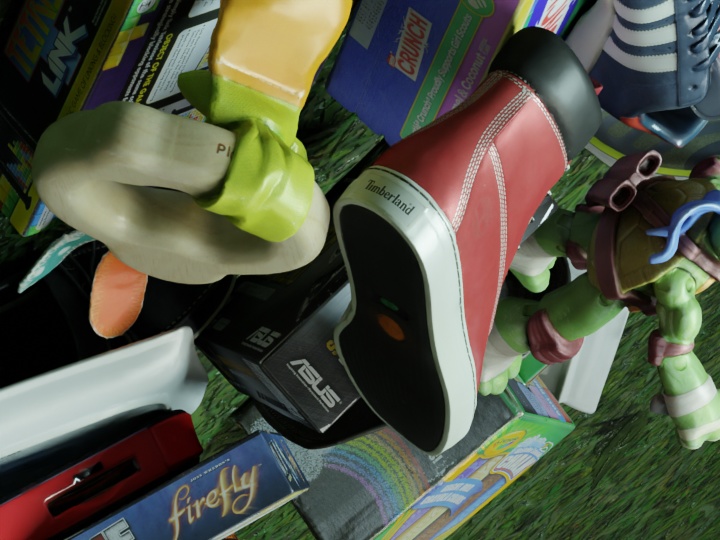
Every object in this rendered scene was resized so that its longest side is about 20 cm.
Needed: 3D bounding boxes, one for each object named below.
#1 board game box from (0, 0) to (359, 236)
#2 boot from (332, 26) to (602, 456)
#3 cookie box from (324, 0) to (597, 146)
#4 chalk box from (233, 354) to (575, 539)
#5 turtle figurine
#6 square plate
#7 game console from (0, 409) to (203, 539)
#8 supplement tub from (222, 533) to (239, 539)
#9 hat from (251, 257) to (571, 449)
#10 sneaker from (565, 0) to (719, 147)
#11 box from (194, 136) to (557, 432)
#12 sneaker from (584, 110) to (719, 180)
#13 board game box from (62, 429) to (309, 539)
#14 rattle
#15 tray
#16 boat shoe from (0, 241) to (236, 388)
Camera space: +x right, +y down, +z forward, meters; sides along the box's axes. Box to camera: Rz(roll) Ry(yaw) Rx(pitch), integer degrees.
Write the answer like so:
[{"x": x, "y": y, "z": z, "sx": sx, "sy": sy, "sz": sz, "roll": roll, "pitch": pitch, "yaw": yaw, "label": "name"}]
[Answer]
[{"x": -0.070, "y": -0.119, "z": 1.255, "sx": 0.165, "sy": 0.057, "sz": 0.200, "roll": -25, "pitch": 157, "yaw": -41, "label": "board game box"}, {"x": 0.057, "y": -0.014, "z": 1.275, "sx": 0.144, "sy": 0.072, "sz": 0.201, "roll": -45, "pitch": 157, "yaw": -25, "label": "boot"}, {"x": 0.085, "y": -0.162, "z": 1.327, "sx": 0.200, "sy": 0.075, "sz": 0.171, "roll": -46, "pitch": 171, "yaw": -28, "label": "cookie box"}, {"x": 0.045, "y": 0.082, "z": 1.828, "sx": 0.200, "sy": 0.125, "sz": 0.124, "roll": -40, "pitch": 162, "yaw": 10, "label": "chalk box"}, {"x": 0.154, "y": 0.017, "z": 1.399, "sx": 0.193, "sy": 0.145, "sz": 0.199, "roll": -7, "pitch": 173, "yaw": 44, "label": "turtle figurine"}, {"x": -0.167, "y": 0.084, "z": 1.397, "sx": 0.199, "sy": 0.029, "sz": 0.198, "roll": -21, "pitch": 172, "yaw": -4, "label": "square plate"}, {"x": -0.179, "y": 0.136, "z": 1.403, "sx": 0.199, "sy": 0.031, "sz": 0.177, "roll": -27, "pitch": 175, "yaw": -28, "label": "game console"}, {"x": -0.124, "y": 0.174, "z": 1.606, "sx": 0.122, "sy": 0.200, "sz": 0.123, "roll": -34, "pitch": 162, "yaw": -13, "label": "supplement tub"}, {"x": 0.015, "y": 0.009, "z": 1.644, "sx": 0.200, "sy": 0.201, "sz": 0.081, "roll": -35, "pitch": 121, "yaw": -10, "label": "hat"}, {"x": 0.151, "y": -0.119, "z": 1.302, "sx": 0.075, "sy": 0.084, "sz": 0.200, "roll": -47, "pitch": 171, "yaw": -18, "label": "sneaker"}, {"x": 0.000, "y": 0.000, "z": 1.433, "sx": 0.158, "sy": 0.048, "sz": 0.200, "roll": -44, "pitch": -168, "yaw": -7, "label": "box"}, {"x": 0.124, "y": -0.106, "z": 1.458, "sx": 0.081, "sy": 0.199, "sz": 0.074, "roll": 92, "pitch": 23, "yaw": -51, "label": "sneaker"}, {"x": -0.094, "y": 0.125, "z": 1.409, "sx": 0.135, "sy": 0.035, "sz": 0.200, "roll": -30, "pitch": 176, "yaw": -1, "label": "board game box"}, {"x": -0.079, "y": -0.061, "z": 1.237, "sx": 0.129, "sy": 0.144, "sz": 0.200, "roll": 0, "pitch": 167, "yaw": -12, "label": "rattle"}, {"x": 0.117, "y": 0.026, "z": 1.861, "sx": 0.022, "sy": 0.107, "sz": 0.200, "roll": -44, "pitch": 164, "yaw": -21, "label": "tray"}, {"x": -0.142, "y": 0.026, "z": 1.422, "sx": 0.199, "sy": 0.075, "sz": 0.062, "roll": -24, "pitch": 176, "yaw": -25, "label": "boat shoe"}]
